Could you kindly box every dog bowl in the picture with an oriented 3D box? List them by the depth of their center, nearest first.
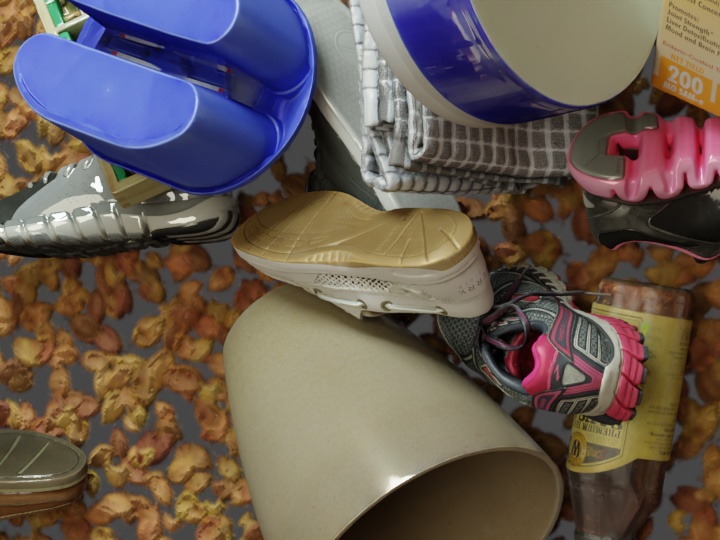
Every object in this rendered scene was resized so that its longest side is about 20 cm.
[{"bbox_3d":[0.087,-0.185,1.460,0.079,0.200,0.201,-7,84,43],"label":"dog bowl"}]

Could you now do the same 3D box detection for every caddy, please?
[{"bbox_3d":[-0.120,-0.129,1.596,0.200,0.105,0.142,22,88,36],"label":"caddy"}]

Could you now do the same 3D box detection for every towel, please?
[{"bbox_3d":[0.072,-0.146,1.554,0.085,0.165,0.201,-5,85,42],"label":"towel"}]

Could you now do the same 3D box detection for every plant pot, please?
[{"bbox_3d":[-0.002,0.105,1.594,0.187,0.187,0.200,-46,54,17],"label":"plant pot"}]

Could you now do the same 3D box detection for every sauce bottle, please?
[{"bbox_3d":[0.161,0.106,1.562,0.066,0.066,0.201,8,90,26],"label":"sauce bottle"}]

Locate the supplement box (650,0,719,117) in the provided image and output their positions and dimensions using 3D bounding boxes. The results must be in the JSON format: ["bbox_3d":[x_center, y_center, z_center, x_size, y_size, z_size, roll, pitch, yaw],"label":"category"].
[{"bbox_3d":[0.242,-0.167,1.437,0.126,0.200,0.074,28,56,21],"label":"supplement box"}]

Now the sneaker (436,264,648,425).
[{"bbox_3d":[0.098,0.038,1.553,0.200,0.074,0.081,20,99,63],"label":"sneaker"}]

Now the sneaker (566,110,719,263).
[{"bbox_3d":[0.227,-0.045,1.542,0.199,0.079,0.096,3,133,11],"label":"sneaker"}]

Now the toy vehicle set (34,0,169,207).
[{"bbox_3d":[-0.139,-0.153,1.692,0.124,0.027,0.201,-26,65,2],"label":"toy vehicle set"}]

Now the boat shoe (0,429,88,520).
[{"bbox_3d":[-0.278,0.158,1.779,0.199,0.072,0.068,-1,113,21],"label":"boat shoe"}]

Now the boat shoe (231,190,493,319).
[{"bbox_3d":[0.000,0.000,1.567,0.200,0.069,0.071,11,47,47],"label":"boat shoe"}]

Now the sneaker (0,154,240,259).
[{"bbox_3d":[-0.177,-0.072,1.739,0.199,0.075,0.116,-4,81,16],"label":"sneaker"}]

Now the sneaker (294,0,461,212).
[{"bbox_3d":[-0.018,-0.083,1.634,0.099,0.071,0.201,-34,83,46],"label":"sneaker"}]
